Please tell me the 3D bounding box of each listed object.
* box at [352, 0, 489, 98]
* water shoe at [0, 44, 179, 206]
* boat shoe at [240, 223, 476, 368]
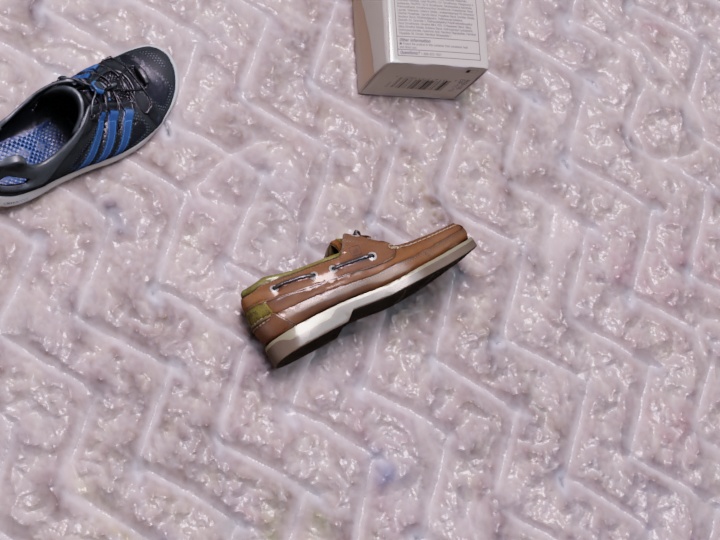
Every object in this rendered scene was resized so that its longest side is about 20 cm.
[{"bbox_3d":[0.045,-0.250,1.772,0.094,0.078,0.202,3,74,-19],"label":"box"},{"bbox_3d":[-0.207,-0.116,1.633,0.200,0.079,0.072,-39,85,-29],"label":"water shoe"},{"bbox_3d":[0.000,0.000,1.664,0.199,0.072,0.068,-27,80,-28],"label":"boat shoe"}]
